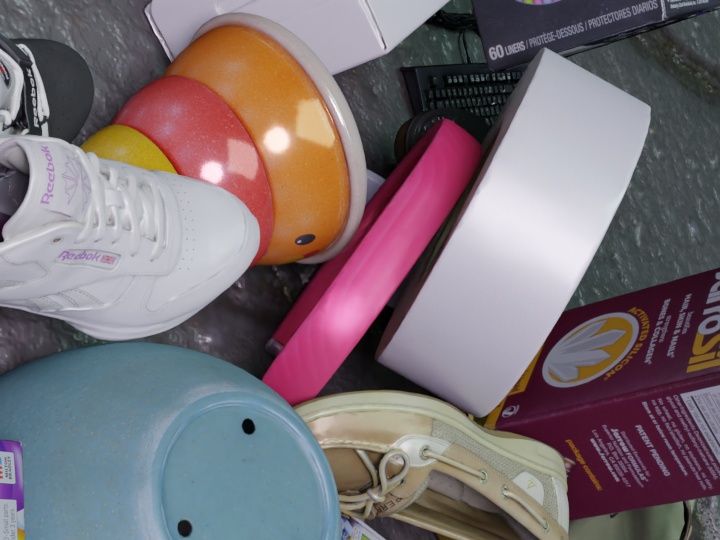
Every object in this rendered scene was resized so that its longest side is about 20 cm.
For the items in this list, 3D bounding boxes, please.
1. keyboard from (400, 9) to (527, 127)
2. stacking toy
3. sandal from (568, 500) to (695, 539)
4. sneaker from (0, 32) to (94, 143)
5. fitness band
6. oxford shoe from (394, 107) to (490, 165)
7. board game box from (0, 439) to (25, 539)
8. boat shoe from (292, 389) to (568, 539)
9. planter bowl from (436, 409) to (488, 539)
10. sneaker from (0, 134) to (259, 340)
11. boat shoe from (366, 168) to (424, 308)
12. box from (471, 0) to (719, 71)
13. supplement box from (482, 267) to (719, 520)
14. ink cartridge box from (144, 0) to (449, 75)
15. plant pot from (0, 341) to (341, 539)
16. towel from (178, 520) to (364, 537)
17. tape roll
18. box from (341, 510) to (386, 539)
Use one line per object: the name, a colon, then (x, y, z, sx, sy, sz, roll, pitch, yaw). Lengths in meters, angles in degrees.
keyboard: (0.094, -0.152, 1.106, 0.199, 0.020, 0.129, -14, 88, -55)
stacking toy: (-0.108, -0.036, 0.731, 0.199, 0.146, 0.147, -31, 101, -34)
sandal: (0.185, 0.170, 0.918, 0.201, 0.057, 0.081, -30, 100, -54)
sneaker: (-0.178, -0.075, 0.656, 0.200, 0.088, 0.075, -33, 101, -55)
fitness band: (0.000, 0.000, 0.792, 0.037, 0.144, 0.201, 36, 71, -3)
oxford shoe: (0.060, -0.061, 0.968, 0.200, 0.084, 0.074, 27, 71, -62)
board game box: (-0.228, 0.110, 0.494, 0.199, 0.104, 0.104, 15, 63, -50)
boat shoe: (0.038, 0.117, 0.764, 0.199, 0.073, 0.064, 22, 48, -36)
planter bowl: (0.098, 0.139, 0.934, 0.200, 0.083, 0.203, 26, 55, -45)
sneaker: (-0.123, -0.015, 0.607, 0.198, 0.099, 0.076, -2, 72, -35)
boat shoe: (0.031, -0.018, 0.932, 0.199, 0.070, 0.067, 33, 23, -29)
box: (0.124, -0.235, 0.843, 0.106, 0.121, 0.202, -20, 96, -55)
supplement box: (0.187, 0.071, 0.839, 0.086, 0.199, 0.111, 55, 40, -21)
ink cartridge box: (-0.014, -0.183, 0.867, 0.086, 0.145, 0.200, 62, 37, -17)
plant pot: (-0.085, 0.117, 0.620, 0.199, 0.134, 0.202, 17, 61, -33)
towel: (-0.060, 0.155, 0.763, 0.199, 0.030, 0.151, 22, 59, -47)
tape roll: (0.084, -0.020, 0.794, 0.070, 0.203, 0.203, 28, 46, -1)
box: (-0.016, 0.233, 0.742, 0.110, 0.034, 0.202, 42, 43, -38)
